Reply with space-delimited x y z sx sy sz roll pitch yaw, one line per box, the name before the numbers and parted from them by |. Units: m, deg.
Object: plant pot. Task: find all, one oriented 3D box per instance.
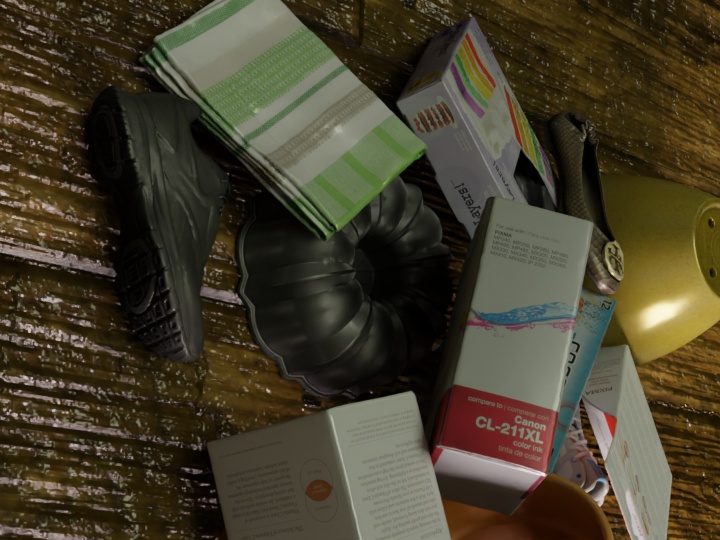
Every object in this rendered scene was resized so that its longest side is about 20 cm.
plant pot | 0.294 -0.007 1.314 0.200 0.142 0.200 10 75 -42
plant pot | 0.122 0.291 1.065 0.200 0.200 0.183 -54 134 -37

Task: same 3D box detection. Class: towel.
towel | -0.053 -0.132 1.032 0.200 0.031 0.149 44 50 2

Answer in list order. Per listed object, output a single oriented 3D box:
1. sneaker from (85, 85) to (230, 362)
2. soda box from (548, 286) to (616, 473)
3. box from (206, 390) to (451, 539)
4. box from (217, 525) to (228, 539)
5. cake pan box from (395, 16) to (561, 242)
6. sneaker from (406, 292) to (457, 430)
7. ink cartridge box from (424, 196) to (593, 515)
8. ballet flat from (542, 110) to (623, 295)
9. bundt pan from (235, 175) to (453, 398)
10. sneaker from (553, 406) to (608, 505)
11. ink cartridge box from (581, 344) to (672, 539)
sneaker | -0.130 -0.035 0.954 0.091 0.076 0.200 -9 89 -38
soda box | 0.160 0.102 1.180 0.068 0.064 0.200 24 56 6
box | -0.012 0.198 0.932 0.097 0.124 0.200 -5 79 -50
box | -0.086 0.291 0.957 0.119 0.041 0.200 45 51 -28
cake pan box | 0.111 -0.103 1.177 0.200 0.052 0.184 61 26 -17
sneaker | 0.096 0.091 1.145 0.082 0.075 0.200 79 32 -47
ink cartridge box | 0.107 0.066 1.014 0.083 0.146 0.200 14 68 1
ballet flat | 0.213 -0.068 1.246 0.067 0.046 0.200 42 32 -49
bundt pan | 0.000 0.000 1.077 0.202 0.076 0.202 11 73 -41
sneaker | 0.188 0.172 1.214 0.075 0.087 0.200 17 68 -38
ink cartridge box | 0.238 0.185 1.227 0.160 0.047 0.200 68 25 -21
